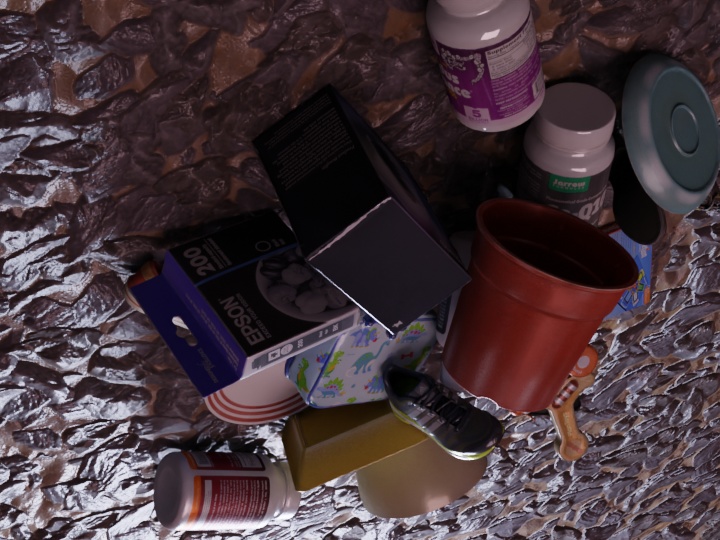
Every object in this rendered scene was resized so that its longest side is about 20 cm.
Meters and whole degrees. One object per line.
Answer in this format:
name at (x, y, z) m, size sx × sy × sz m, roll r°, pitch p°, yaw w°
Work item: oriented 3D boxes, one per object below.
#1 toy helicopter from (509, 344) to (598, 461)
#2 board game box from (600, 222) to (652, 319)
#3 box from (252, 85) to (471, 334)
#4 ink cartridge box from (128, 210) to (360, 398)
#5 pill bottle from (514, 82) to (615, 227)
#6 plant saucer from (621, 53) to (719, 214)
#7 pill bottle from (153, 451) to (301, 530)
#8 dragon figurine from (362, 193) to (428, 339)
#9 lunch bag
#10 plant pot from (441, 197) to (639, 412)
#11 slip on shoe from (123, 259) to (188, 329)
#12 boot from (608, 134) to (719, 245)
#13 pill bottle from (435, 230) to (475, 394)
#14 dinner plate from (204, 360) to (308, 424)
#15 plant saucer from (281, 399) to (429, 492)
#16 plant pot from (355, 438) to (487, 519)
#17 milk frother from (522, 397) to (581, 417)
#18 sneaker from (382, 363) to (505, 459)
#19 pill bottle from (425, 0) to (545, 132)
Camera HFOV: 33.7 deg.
toy helicopter at (0.256, 0.178, 1.582) m, size 0.132 × 0.079 × 0.200 m, roll -26°, pitch 118°, yaw -11°
board game box at (0.381, -0.001, 1.758) m, size 0.103 × 0.019 × 0.200 m, roll -20°, pitch 140°, yaw -5°
box at (0.004, -0.066, 1.350) m, size 0.123 × 0.199 × 0.200 m, roll -35°, pitch 140°, yaw 12°
ink cartridge box at (-0.136, 0.031, 1.350) m, size 0.200 × 0.198 × 0.043 m, roll -25°, pitch 140°, yaw -23°
pill bottle at (0.254, -0.127, 1.481) m, size 0.113 × 0.113 × 0.200 m, roll -14°, pitch 139°, yaw -13°
plant saucer at (0.389, -0.170, 1.454) m, size 0.200 × 0.200 × 0.027 m, roll 19°, pitch 159°, yaw -40°
pill bottle at (-0.192, 0.323, 1.740) m, size 0.200 × 0.113 × 0.113 m, roll 7°, pitch 131°, yaw -33°
dragon figurine at (0.061, 0.000, 1.469) m, size 0.200 × 0.099 × 0.059 m, roll -51°, pitch 125°, yaw -19°
lunch bag at (0.008, 0.100, 1.599) m, size 0.200 × 0.082 × 0.161 m, roll -2°, pitch 130°, yaw -42°
plant pot at (0.196, 0.048, 1.408) m, size 0.201 × 0.201 × 0.195 m, roll 4°, pitch 121°, yaw -31°
slip on shoe at (-0.192, 0.035, 1.463) m, size 0.200 × 0.074 × 0.061 m, roll 19°, pitch 120°, yaw -35°
boot at (0.401, -0.102, 1.528) m, size 0.174 × 0.200 × 0.069 m, roll 10°, pitch 134°, yaw -26°
pill bottle at (0.162, 0.056, 1.568) m, size 0.119 × 0.120 × 0.200 m, roll 2°, pitch 104°, yaw -29°
dinner plate at (-0.122, 0.144, 1.651) m, size 0.200 × 0.024 × 0.200 m, roll -14°, pitch 139°, yaw -12°
plant saucer at (-0.018, 0.219, 1.689) m, size 0.200 × 0.200 × 0.049 m, roll -22°, pitch 107°, yaw -4°
plant pot at (0.074, 0.257, 1.773) m, size 0.200 × 0.200 × 0.135 m, roll -22°, pitch 107°, yaw -4°
milk frother at (0.218, 0.092, 1.697) m, size 0.200 × 0.181 × 0.188 m, roll 2°, pitch 102°, yaw 9°
sneaker at (0.100, 0.181, 1.544) m, size 0.074 × 0.200 × 0.081 m, roll -54°, pitch 136°, yaw -17°
pill bottle at (0.132, -0.253, 1.280) m, size 0.112 × 0.112 × 0.200 m, roll -25°, pitch 140°, yaw -1°
